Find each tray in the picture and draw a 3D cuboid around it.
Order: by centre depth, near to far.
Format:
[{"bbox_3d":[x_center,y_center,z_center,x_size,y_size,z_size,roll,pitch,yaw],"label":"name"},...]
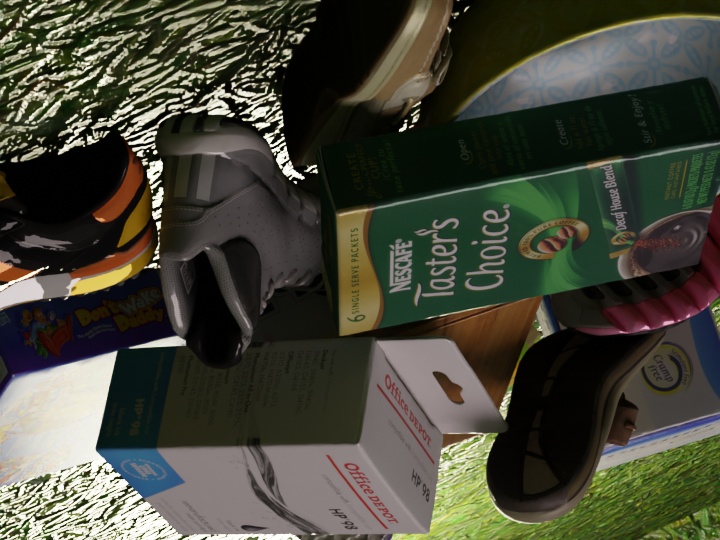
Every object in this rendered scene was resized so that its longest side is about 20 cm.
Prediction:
[{"bbox_3d":[0.042,0.056,1.239,0.098,0.037,0.200,-18,156,-16],"label":"tray"}]

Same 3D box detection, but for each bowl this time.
[{"bbox_3d":[0.117,-0.109,1.106,0.199,0.108,0.200,-11,149,-7],"label":"bowl"}]

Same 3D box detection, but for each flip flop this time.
[{"bbox_3d":[0.129,0.089,1.246,0.081,0.058,0.200,-8,-151,27],"label":"flip flop"}]

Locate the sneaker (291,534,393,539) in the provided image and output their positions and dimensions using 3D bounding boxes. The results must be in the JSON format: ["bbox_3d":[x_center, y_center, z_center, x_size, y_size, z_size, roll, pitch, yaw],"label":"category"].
[{"bbox_3d":[-0.041,0.117,1.444,0.070,0.200,0.099,-53,159,13],"label":"sneaker"}]

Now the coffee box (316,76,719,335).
[{"bbox_3d":[0.079,-0.030,1.070,0.199,0.044,0.123,-10,149,-7],"label":"coffee box"}]

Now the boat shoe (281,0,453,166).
[{"bbox_3d":[0.013,-0.104,1.040,0.063,0.073,0.201,-1,159,-17],"label":"boat shoe"}]

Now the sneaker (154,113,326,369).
[{"bbox_3d":[-0.059,0.006,1.144,0.075,0.116,0.200,-4,157,27],"label":"sneaker"}]

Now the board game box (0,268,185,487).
[{"bbox_3d":[-0.195,0.075,1.331,0.134,0.045,0.200,-14,159,-34],"label":"board game box"}]

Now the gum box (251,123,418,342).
[{"bbox_3d":[0.000,0.000,1.276,0.200,0.114,0.066,-26,163,2],"label":"gum box"}]

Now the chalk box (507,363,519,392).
[{"bbox_3d":[0.026,0.039,1.408,0.124,0.124,0.200,-27,162,2],"label":"chalk box"}]

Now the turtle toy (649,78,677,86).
[{"bbox_3d":[0.189,-0.120,1.216,0.145,0.101,0.200,-16,160,-30],"label":"turtle toy"}]

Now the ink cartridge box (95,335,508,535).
[{"bbox_3d":[-0.030,0.094,1.180,0.199,0.067,0.116,-3,148,23],"label":"ink cartridge box"}]

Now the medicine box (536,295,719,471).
[{"bbox_3d":[0.175,0.030,1.430,0.103,0.183,0.200,-18,170,2],"label":"medicine box"}]

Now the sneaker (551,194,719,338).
[{"bbox_3d":[0.203,-0.010,1.289,0.200,0.079,0.095,-26,165,-10],"label":"sneaker"}]

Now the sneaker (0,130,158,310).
[{"bbox_3d":[-0.197,-0.015,1.054,0.200,0.070,0.090,-21,147,-16],"label":"sneaker"}]

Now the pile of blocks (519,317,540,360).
[{"bbox_3d":[0.073,0.055,1.593,0.200,0.082,0.062,-10,157,-41],"label":"pile of blocks"}]
